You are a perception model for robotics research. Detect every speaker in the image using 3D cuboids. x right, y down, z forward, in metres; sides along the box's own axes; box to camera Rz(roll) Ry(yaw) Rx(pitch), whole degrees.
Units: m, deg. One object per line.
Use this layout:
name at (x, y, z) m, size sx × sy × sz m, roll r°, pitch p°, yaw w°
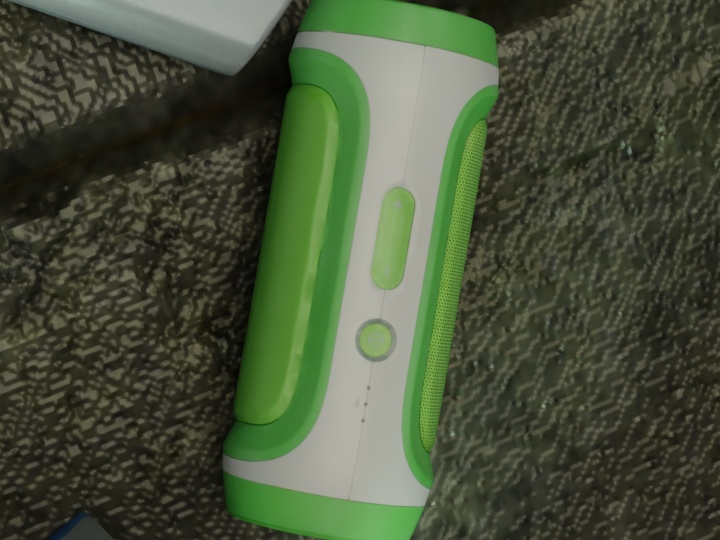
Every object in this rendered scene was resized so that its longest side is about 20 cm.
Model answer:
speaker at (0.000, 0.000, 0.877) m, size 0.088 × 0.088 × 0.202 m, roll 10°, pitch 89°, yaw -15°

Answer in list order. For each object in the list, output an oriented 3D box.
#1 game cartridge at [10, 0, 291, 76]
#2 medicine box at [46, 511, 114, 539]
game cartridge at (-0.063, -0.185, 0.882) m, size 0.133 × 0.040 × 0.201 m, roll 18°, pitch 87°, yaw -18°
medicine box at (-0.122, 0.193, 0.792) m, size 0.182 × 0.200 × 0.103 m, roll -39°, pitch 103°, yaw -10°
